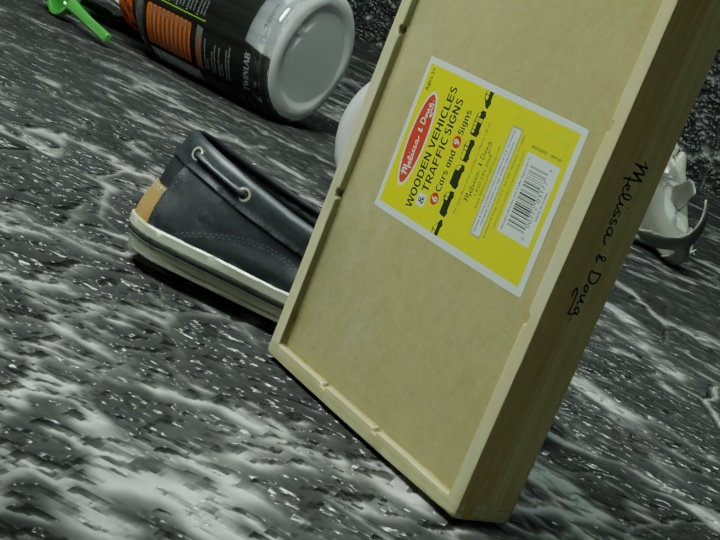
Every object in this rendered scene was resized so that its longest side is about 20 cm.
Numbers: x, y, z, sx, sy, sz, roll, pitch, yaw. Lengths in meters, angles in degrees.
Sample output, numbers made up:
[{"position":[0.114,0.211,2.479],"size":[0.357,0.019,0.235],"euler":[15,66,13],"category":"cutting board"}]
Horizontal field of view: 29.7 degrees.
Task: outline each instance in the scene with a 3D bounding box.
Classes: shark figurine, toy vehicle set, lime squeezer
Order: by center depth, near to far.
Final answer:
[{"position":[0.042,-0.034,0.463],"size":[0.026,0.202,0.124],"euler":[12,16,-39],"category":"toy vehicle set"},{"position":[-0.262,-0.242,1.250],"size":[0.071,0.038,0.200],"euler":[52,1,-19],"category":"lime squeezer"},{"position":[0.290,-0.043,1.346],"size":[0.088,0.130,0.215],"euler":[-1,28,9],"category":"shark figurine"}]

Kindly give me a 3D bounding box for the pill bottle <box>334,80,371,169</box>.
[{"position":[0.049,-0.088,0.940],"size":[0.108,0.111,0.200],"euler":[23,11,4],"category":"pill bottle"}]

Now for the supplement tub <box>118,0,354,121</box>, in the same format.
[{"position":[-0.113,-0.222,1.198],"size":[0.199,0.124,0.122],"euler":[30,14,29],"category":"supplement tub"}]

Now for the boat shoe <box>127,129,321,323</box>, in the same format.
[{"position":[0.000,0.000,0.569],"size":[0.198,0.063,0.075],"euler":[25,5,4],"category":"boat shoe"}]

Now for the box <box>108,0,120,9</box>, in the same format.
[{"position":[-0.179,-0.333,1.366],"size":[0.096,0.177,0.200],"euler":[35,7,4],"category":"box"}]
